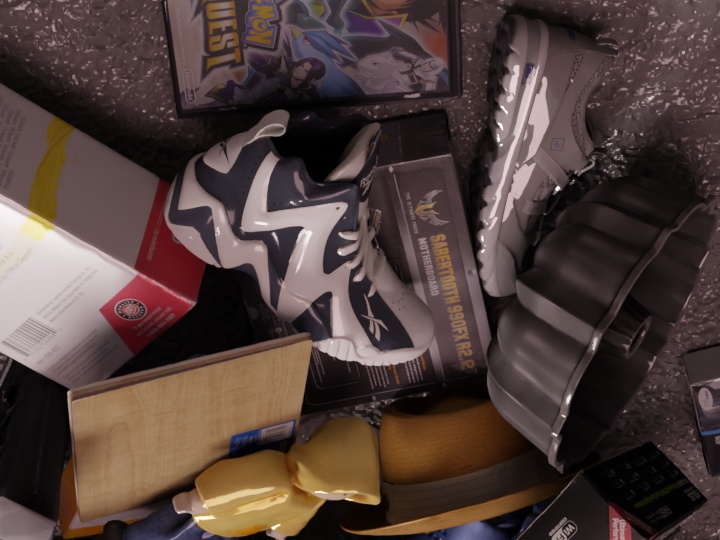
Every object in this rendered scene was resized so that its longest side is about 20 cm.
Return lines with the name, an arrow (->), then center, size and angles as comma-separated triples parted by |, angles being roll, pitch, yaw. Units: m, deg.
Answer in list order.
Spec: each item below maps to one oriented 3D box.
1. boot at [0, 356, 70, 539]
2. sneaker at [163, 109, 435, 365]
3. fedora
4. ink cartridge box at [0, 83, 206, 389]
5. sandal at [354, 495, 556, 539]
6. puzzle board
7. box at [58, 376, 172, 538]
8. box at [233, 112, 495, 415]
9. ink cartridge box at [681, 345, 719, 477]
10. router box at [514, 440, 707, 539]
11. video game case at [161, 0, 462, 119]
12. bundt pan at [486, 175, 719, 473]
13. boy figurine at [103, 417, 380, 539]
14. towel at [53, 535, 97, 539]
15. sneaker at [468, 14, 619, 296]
boot -> -0.226, 0.144, 1.320 | 0.065, 0.200, 0.165 | 8, 128, -11
sneaker -> -0.007, -0.028, 1.212 | 0.199, 0.080, 0.130 | 38, 127, -16
fedora -> 0.068, 0.122, 1.367 | 0.200, 0.201, 0.082 | -14, 92, 8
ink cartridge box -> -0.213, -0.024, 1.235 | 0.200, 0.084, 0.145 | 31, 138, -23
sandal -> 0.075, 0.196, 1.470 | 0.199, 0.080, 0.087 | -12, 126, -5
puzzle board -> -0.111, 0.100, 1.267 | 0.150, 0.017, 0.200 | -14, 155, -13
box -> -0.130, 0.118, 1.351 | 0.119, 0.042, 0.200 | -5, 149, -27
box -> 0.000, 0.000, 1.318 | 0.158, 0.048, 0.200 | -12, 129, 6
ink cartridge box -> 0.337, 0.083, 1.415 | 0.199, 0.039, 0.100 | -15, 128, 7
router box -> 0.145, 0.197, 1.335 | 0.062, 0.200, 0.150 | 46, 107, 15
video game case -> -0.031, -0.184, 1.183 | 0.180, 0.026, 0.201 | -4, 129, -1
bundt pan -> 0.149, 0.024, 1.275 | 0.076, 0.202, 0.202 | 32, 130, 19
boy figurine -> -0.069, 0.160, 1.326 | 0.199, 0.065, 0.124 | -24, 152, 16
towel -> -0.174, 0.256, 1.429 | 0.199, 0.023, 0.144 | 1, 111, 10
sneaker -> 0.116, -0.064, 1.257 | 0.082, 0.075, 0.201 | 4, 128, -5
